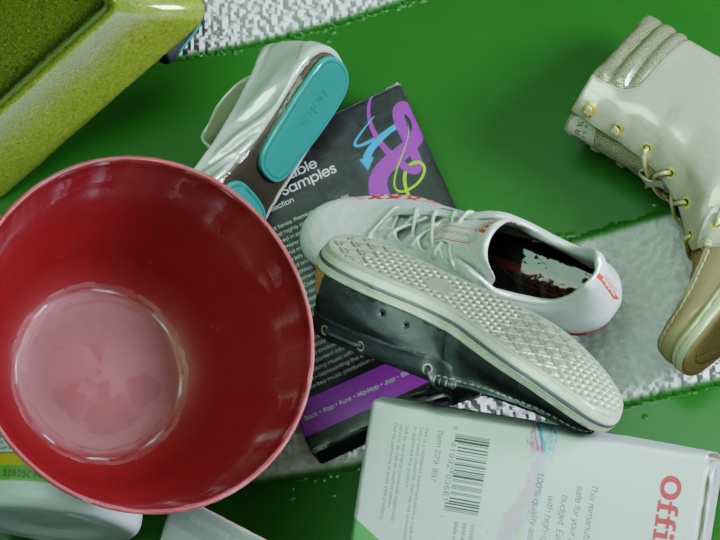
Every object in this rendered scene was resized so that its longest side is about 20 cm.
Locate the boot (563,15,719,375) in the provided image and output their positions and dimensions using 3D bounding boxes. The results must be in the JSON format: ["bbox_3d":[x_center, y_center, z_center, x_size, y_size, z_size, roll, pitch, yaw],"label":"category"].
[{"bbox_3d":[0.188,-0.048,1.514,0.154,0.072,0.201,27,73,16],"label":"boot"}]

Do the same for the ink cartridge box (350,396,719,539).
[{"bbox_3d":[0.099,0.160,1.437,0.198,0.087,0.147,8,88,14],"label":"ink cartridge box"}]

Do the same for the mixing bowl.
[{"bbox_3d":[-0.136,0.047,1.417,0.198,0.108,0.202,6,73,-20],"label":"mixing bowl"}]

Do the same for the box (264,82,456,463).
[{"bbox_3d":[0.000,0.000,1.550,0.142,0.036,0.201,-23,71,1],"label":"box"}]

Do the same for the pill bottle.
[{"bbox_3d":[-0.176,0.056,1.520,0.110,0.111,0.202,3,72,11],"label":"pill bottle"}]

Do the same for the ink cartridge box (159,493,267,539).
[{"bbox_3d":[-0.043,0.240,1.429,0.199,0.044,0.175,25,107,17],"label":"ink cartridge box"}]

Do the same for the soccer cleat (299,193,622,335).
[{"bbox_3d":[0.058,-0.010,1.481,0.198,0.085,0.069,15,74,13],"label":"soccer cleat"}]

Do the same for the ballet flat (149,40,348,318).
[{"bbox_3d":[-0.081,-0.058,1.539,0.069,0.070,0.201,28,74,17],"label":"ballet flat"}]

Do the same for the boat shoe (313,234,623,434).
[{"bbox_3d":[0.057,0.047,1.423,0.199,0.075,0.063,26,111,18],"label":"boat shoe"}]

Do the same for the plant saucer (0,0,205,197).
[{"bbox_3d":[-0.230,-0.179,1.581,0.200,0.048,0.200,-38,84,19],"label":"plant saucer"}]

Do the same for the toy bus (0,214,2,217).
[{"bbox_3d":[-0.272,0.060,1.562,0.078,0.065,0.202,13,75,15],"label":"toy bus"}]

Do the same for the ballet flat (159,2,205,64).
[{"bbox_3d":[-0.200,-0.172,1.626,0.198,0.073,0.074,12,74,11],"label":"ballet flat"}]
